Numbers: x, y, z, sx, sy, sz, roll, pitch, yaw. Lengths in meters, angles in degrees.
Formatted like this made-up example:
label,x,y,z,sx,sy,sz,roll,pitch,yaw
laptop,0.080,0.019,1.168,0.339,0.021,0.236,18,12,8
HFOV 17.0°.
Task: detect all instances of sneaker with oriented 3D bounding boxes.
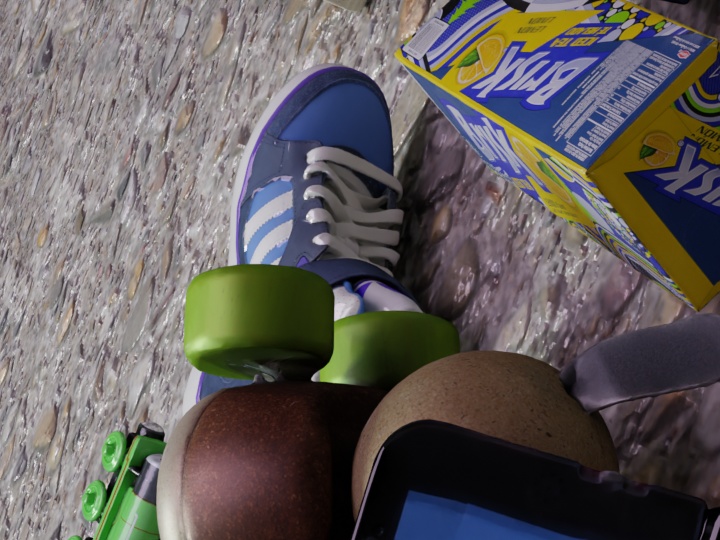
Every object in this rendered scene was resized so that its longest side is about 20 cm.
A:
label,x,y,z,sx,sy,sz,roll,pitch,yaw
sneaker,0.000,0.000,1.039,0.146,0.080,0.201,-3,65,58

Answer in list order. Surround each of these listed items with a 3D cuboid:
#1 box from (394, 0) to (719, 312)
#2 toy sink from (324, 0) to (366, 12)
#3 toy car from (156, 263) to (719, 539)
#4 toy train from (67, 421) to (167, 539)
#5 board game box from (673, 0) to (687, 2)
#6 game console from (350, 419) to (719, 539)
label,x,y,z,sx,sy,sz,roll,pitch,yaw
box,0.083,-0.056,0.862,0.064,0.070,0.200,-43,23,-1
toy sink,-0.023,-0.258,1.247,0.201,0.112,0.130,-64,23,14
toy car,0.045,0.079,0.825,0.199,0.158,0.165,-12,70,35
toy train,-0.140,0.176,1.260,0.056,0.042,0.201,33,102,58
board game box,0.067,-0.207,0.919,0.200,0.035,0.136,33,107,25
game console,0.063,0.156,0.688,0.172,0.118,0.201,0,73,67
